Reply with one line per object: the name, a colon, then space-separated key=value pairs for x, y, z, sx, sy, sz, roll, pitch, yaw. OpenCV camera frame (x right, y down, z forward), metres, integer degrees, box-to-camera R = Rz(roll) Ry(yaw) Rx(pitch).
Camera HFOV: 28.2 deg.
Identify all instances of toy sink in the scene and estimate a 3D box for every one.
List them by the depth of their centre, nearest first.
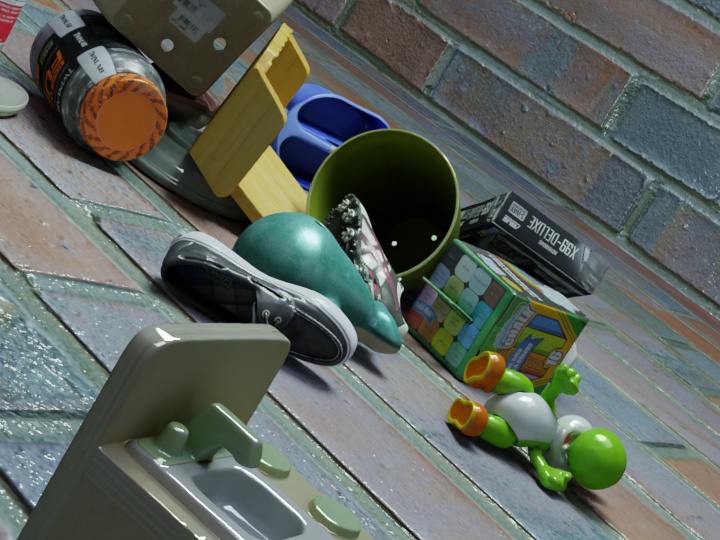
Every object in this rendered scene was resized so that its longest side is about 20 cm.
toy sink: x=-0.077 y=0.139 z=0.669 sx=0.112 sy=0.201 sz=0.130 roll=36 pitch=13 yaw=22

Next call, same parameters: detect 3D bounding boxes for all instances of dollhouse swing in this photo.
dollhouse swing: x=-0.085 y=-0.151 z=1.679 sx=0.175 sy=0.182 sz=0.200 roll=38 pitch=21 yaw=-9

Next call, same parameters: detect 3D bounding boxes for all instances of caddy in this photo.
caddy: x=-0.043 y=-0.183 z=2.083 sx=0.199 sy=0.142 sz=0.105 roll=22 pitch=13 yaw=-34

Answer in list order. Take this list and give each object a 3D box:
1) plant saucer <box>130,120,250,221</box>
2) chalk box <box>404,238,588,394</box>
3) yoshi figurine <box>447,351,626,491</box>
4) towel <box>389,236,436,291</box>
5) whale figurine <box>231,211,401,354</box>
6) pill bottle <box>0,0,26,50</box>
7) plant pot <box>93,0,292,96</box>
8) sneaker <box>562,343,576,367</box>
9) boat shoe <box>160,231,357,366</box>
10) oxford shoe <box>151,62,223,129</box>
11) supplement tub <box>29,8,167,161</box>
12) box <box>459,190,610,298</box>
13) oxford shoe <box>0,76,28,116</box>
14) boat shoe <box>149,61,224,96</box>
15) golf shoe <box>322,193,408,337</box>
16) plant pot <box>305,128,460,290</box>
plant saucer: x=-0.200 y=-0.133 z=1.733 sx=0.199 sy=0.051 sz=0.200 roll=30 pitch=13 yaw=-8
chalk box: x=0.144 y=0.056 z=1.678 sx=0.199 sy=0.125 sz=0.125 roll=18 pitch=20 yaw=-44
yoshi figurine: x=0.195 y=0.164 z=1.458 sx=0.199 sy=0.113 sz=0.112 roll=30 pitch=28 yaw=-20
towel: x=0.063 y=-0.050 z=1.934 sx=0.199 sy=0.031 sz=0.149 roll=35 pitch=41 yaw=23
whale figurine: x=-0.036 y=0.012 z=1.452 sx=0.199 sy=0.104 sz=0.159 roll=27 pitch=13 yaw=-23
pill bottle: x=-0.419 y=-0.322 z=1.577 sx=0.112 sy=0.201 sz=0.112 roll=29 pitch=12 yaw=-7
plant pot: x=-0.193 y=-0.318 z=1.656 sx=0.199 sy=0.200 sz=0.178 roll=41 pitch=19 yaw=-22
sneaker: x=0.215 y=0.070 z=1.922 sx=0.199 sy=0.076 sz=0.088 roll=37 pitch=2 yaw=27
boat shoe: x=-0.097 y=0.035 z=1.324 sx=0.199 sy=0.070 sz=0.066 roll=35 pitch=30 yaw=-2
oxford shoe: x=-0.230 y=-0.203 z=1.775 sx=0.071 sy=0.075 sz=0.200 roll=51 pitch=10 yaw=15
supplement tub: x=-0.295 y=-0.209 z=1.626 sx=0.122 sy=0.123 sz=0.200 roll=22 pitch=15 yaw=-36
box: x=0.205 y=-0.026 z=1.813 sx=0.157 sy=0.050 sz=0.200 roll=35 pitch=-12 yaw=-11
oxford shoe: x=-0.411 y=-0.206 z=1.492 sx=0.075 sy=0.058 sz=0.199 roll=35 pitch=11 yaw=25
boat shoe: x=-0.276 y=-0.243 z=1.864 sx=0.086 sy=0.075 sz=0.201 roll=19 pitch=28 yaw=37
golf shoe: x=0.000 y=0.000 z=1.621 sx=0.088 sy=0.077 sz=0.201 roll=32 pitch=32 yaw=-33
plant pot: x=0.047 y=-0.049 z=1.773 sx=0.187 sy=0.188 sz=0.200 roll=37 pitch=-6 yaw=21
